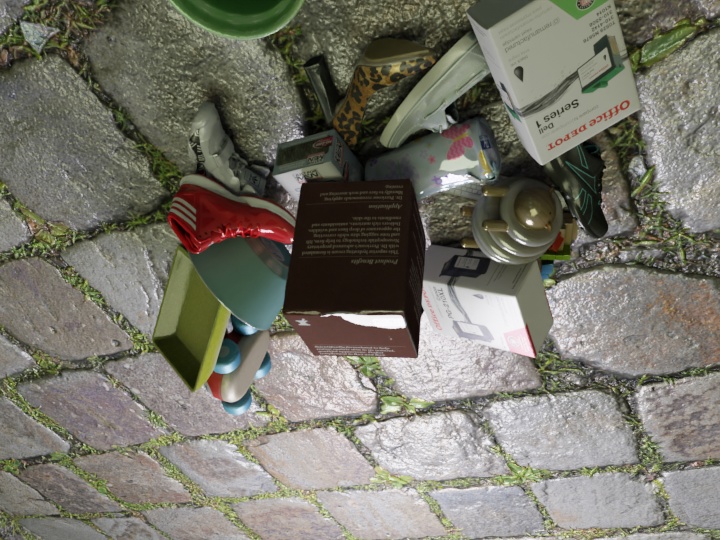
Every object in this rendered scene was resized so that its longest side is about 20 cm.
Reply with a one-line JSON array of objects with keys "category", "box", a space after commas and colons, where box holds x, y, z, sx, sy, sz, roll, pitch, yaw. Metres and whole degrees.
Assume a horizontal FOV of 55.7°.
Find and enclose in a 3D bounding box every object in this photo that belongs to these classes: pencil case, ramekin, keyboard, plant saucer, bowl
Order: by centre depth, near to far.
[{"category": "ramekin", "box": [-0.142, -0.384, 0.787, 0.196, 0.099, 0.202, 7, 137, 6]}, {"category": "pencil case", "box": [0.103, -0.149, 0.982, 0.197, 0.083, 0.092, -15, 94, 28]}, {"category": "keyboard", "box": [0.216, -0.121, 1.041, 0.197, 0.011, 0.057, 14, 137, 0]}, {"category": "bowl", "box": [-0.183, -0.012, 1.139, 0.105, 0.202, 0.201, -40, 120, 10]}, {"category": "plant saucer", "box": [-0.295, 0.083, 1.224, 0.047, 0.199, 0.203, 8, 107, -42]}]

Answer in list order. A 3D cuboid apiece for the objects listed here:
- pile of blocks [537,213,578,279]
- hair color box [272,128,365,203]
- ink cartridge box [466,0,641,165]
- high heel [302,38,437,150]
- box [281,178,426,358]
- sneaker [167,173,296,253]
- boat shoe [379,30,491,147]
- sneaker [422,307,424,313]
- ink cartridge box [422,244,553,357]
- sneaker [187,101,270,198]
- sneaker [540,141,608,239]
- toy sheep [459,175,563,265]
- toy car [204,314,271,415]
[{"category": "pile of blocks", "box": [0.292, -0.007, 1.098, 0.081, 0.063, 0.201, 18, 139, -5]}, {"category": "hair color box", "box": [-0.037, -0.119, 1.027, 0.098, 0.062, 0.200, -9, 149, 25]}, {"category": "ink cartridge box", "box": [0.235, -0.251, 0.816, 0.145, 0.085, 0.201, -29, 126, 9]}, {"category": "high heel", "box": [0.029, -0.232, 0.922, 0.197, 0.072, 0.144, 1, 134, 32]}, {"category": "box", "box": [0.000, 0.000, 0.959, 0.163, 0.203, 0.165, 0, 154, 13]}, {"category": "sneaker", "box": [-0.196, -0.057, 1.028, 0.197, 0.117, 0.079, 20, 146, -4]}, {"category": "boat shoe", "box": [0.102, -0.221, 0.909, 0.072, 0.070, 0.201, 44, 129, -2]}, {"category": "sneaker", "box": [0.017, 0.067, 1.211, 0.196, 0.115, 0.077, 6, 136, 10]}, {"category": "ink cartridge box", "box": [0.196, 0.046, 1.110, 0.198, 0.085, 0.146, 11, 141, 40]}, {"category": "sneaker", "box": [-0.199, -0.168, 1.047, 0.113, 0.076, 0.201, 13, 142, -1]}, {"category": "sneaker", "box": [0.316, -0.125, 0.962, 0.079, 0.076, 0.200, -31, 124, 17]}, {"category": "toy sheep", "box": [0.221, -0.071, 0.994, 0.136, 0.140, 0.200, 20, 168, -8]}, {"category": "toy car", "box": [-0.296, 0.155, 1.349, 0.197, 0.178, 0.186, 16, 141, 15]}]
